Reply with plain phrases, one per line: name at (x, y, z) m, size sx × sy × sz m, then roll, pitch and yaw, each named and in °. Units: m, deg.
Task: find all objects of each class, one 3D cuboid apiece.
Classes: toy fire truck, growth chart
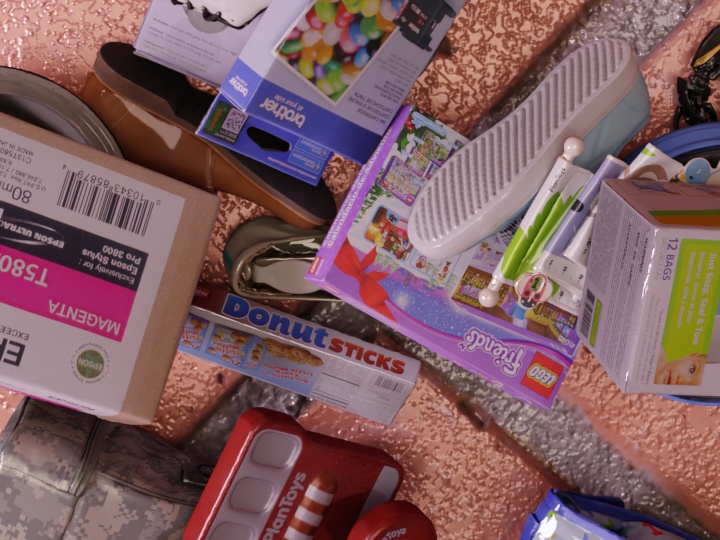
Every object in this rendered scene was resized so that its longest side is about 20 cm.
toy fire truck at (-0.057, 0.201, 1.124) m, size 0.168 × 0.112 × 0.200 m, roll 20°, pitch 103°, yaw -35°
growth chart at (0.193, -0.013, 1.043) m, size 0.200 × 0.018 × 0.145 m, roll 19°, pitch 106°, yaw -17°

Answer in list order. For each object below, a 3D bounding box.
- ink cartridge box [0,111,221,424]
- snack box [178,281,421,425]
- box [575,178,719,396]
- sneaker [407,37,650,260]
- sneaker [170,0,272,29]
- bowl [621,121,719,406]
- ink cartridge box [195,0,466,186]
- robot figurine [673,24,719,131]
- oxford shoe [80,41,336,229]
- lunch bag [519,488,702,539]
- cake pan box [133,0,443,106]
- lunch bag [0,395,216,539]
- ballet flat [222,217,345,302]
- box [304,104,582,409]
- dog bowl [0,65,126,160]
ink cartridge box at (-0.211, -0.003, 1.030) m, size 0.200 × 0.075 × 0.165 m, roll 20°, pitch 79°, yaw -27°
snack box at (-0.060, 0.057, 1.148) m, size 0.200 × 0.072 × 0.024 m, roll 20°, pitch 57°, yaw -5°
box at (0.252, 0.012, 0.999) m, size 0.200 × 0.101 × 0.113 m, roll 3°, pitch 109°, yaw -12°
sneaker at (0.124, -0.063, 1.062) m, size 0.200 × 0.074 × 0.082 m, roll -41°, pitch 126°, yaw -6°
sneaker at (-0.108, -0.196, 1.039) m, size 0.200 × 0.074 × 0.080 m, roll -1°, pitch 104°, yaw 1°
bowl at (0.247, -0.001, 1.090) m, size 0.200 × 0.039 × 0.201 m, roll 0°, pitch 104°, yaw -1°
ink cartridge box at (-0.010, -0.149, 1.035) m, size 0.119 × 0.042 × 0.200 m, roll 22°, pitch 108°, yaw -45°
robot figurine at (0.293, -0.080, 1.120) m, size 0.145 × 0.058 × 0.200 m, roll 5°, pitch 103°, yaw -2°
oxford shoe at (-0.109, -0.082, 1.124) m, size 0.200 × 0.071 × 0.071 m, roll 33°, pitch 119°, yaw -1°
lunch bag at (0.185, 0.268, 1.165) m, size 0.200 × 0.127 × 0.170 m, roll 24°, pitch 102°, yaw -15°
cake pan box at (-0.033, -0.200, 1.099) m, size 0.200 × 0.052 × 0.184 m, roll 21°, pitch 104°, yaw -5°
lunch bag at (-0.203, 0.206, 1.144) m, size 0.168 × 0.139 × 0.200 m, roll 24°, pitch 103°, yaw -5°
ballet flat at (0.000, 0.000, 1.135) m, size 0.200 × 0.069 × 0.070 m, roll 1°, pitch 103°, yaw -1°
box at (0.078, -0.008, 1.104) m, size 0.200 × 0.039 × 0.137 m, roll 30°, pitch 82°, yaw -21°
dog bowl at (-0.260, -0.037, 1.088) m, size 0.200 × 0.074 × 0.200 m, roll 1°, pitch 88°, yaw -27°
